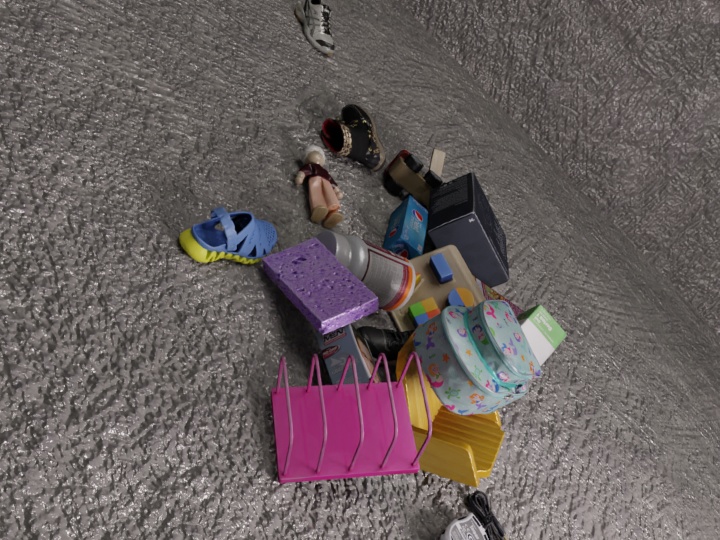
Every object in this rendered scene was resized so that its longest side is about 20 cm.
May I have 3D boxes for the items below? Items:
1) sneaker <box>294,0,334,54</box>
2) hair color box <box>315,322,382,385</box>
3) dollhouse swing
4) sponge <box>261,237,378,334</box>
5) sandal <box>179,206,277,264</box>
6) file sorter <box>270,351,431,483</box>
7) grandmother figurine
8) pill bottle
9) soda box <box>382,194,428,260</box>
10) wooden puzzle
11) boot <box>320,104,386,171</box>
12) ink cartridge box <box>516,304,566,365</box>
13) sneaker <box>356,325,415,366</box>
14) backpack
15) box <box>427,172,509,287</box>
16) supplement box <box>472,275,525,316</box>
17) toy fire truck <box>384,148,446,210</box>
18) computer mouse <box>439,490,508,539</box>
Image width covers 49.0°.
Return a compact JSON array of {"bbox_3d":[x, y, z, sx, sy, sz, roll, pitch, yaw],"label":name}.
[{"bbox_3d":[-0.115,-0.691,2.191,0.075,0.088,0.201,6,50,-53],"label":"sneaker"},{"bbox_3d":[0.000,0.187,1.242,0.099,0.060,0.201,53,12,-56],"label":"hair color box"},{"bbox_3d":[0.155,0.211,1.316,0.180,0.178,0.200,14,22,17],"label":"dollhouse swing"},{"bbox_3d":[-0.069,0.022,1.299,0.111,0.030,0.200,-21,42,-27],"label":"sponge"},{"bbox_3d":[-0.198,-0.061,1.291,0.080,0.087,0.199,52,27,15],"label":"sandal"},{"bbox_3d":[-0.015,0.193,1.080,0.197,0.126,0.140,-1,53,-13],"label":"file sorter"},{"bbox_3d":[-0.083,-0.180,1.628,0.121,0.060,0.202,30,34,-44],"label":"grandmother figurine"},{"bbox_3d":[0.000,0.000,1.459,0.199,0.110,0.110,22,37,-39],"label":"pill bottle"},{"bbox_3d":[0.101,-0.084,1.745,0.064,0.068,0.201,40,29,-13],"label":"soda box"},{"bbox_3d":[0.146,0.043,1.567,0.198,0.046,0.186,-18,61,-16],"label":"wooden puzzle"},{"bbox_3d":[-0.030,-0.332,1.879,0.150,0.073,0.202,10,51,-48],"label":"boot"},{"bbox_3d":[0.275,0.172,1.499,0.200,0.146,0.085,-40,89,-30],"label":"ink cartridge box"},{"bbox_3d":[0.080,0.128,1.430,0.199,0.088,0.076,24,36,-36],"label":"sneaker"},{"bbox_3d":[0.183,0.137,1.263,0.199,0.150,0.179,3,56,-49],"label":"backpack"},{"bbox_3d":[0.252,-0.084,1.836,0.201,0.123,0.197,58,21,-26],"label":"box"},{"bbox_3d":[0.273,0.122,1.686,0.199,0.103,0.132,33,31,-22],"label":"supplement box"},{"bbox_3d":[0.155,-0.245,1.985,0.175,0.129,0.201,36,19,-18],"label":"toy fire truck"},{"bbox_3d":[0.169,0.419,1.240,0.199,0.044,0.110,4,55,-59],"label":"computer mouse"}]
